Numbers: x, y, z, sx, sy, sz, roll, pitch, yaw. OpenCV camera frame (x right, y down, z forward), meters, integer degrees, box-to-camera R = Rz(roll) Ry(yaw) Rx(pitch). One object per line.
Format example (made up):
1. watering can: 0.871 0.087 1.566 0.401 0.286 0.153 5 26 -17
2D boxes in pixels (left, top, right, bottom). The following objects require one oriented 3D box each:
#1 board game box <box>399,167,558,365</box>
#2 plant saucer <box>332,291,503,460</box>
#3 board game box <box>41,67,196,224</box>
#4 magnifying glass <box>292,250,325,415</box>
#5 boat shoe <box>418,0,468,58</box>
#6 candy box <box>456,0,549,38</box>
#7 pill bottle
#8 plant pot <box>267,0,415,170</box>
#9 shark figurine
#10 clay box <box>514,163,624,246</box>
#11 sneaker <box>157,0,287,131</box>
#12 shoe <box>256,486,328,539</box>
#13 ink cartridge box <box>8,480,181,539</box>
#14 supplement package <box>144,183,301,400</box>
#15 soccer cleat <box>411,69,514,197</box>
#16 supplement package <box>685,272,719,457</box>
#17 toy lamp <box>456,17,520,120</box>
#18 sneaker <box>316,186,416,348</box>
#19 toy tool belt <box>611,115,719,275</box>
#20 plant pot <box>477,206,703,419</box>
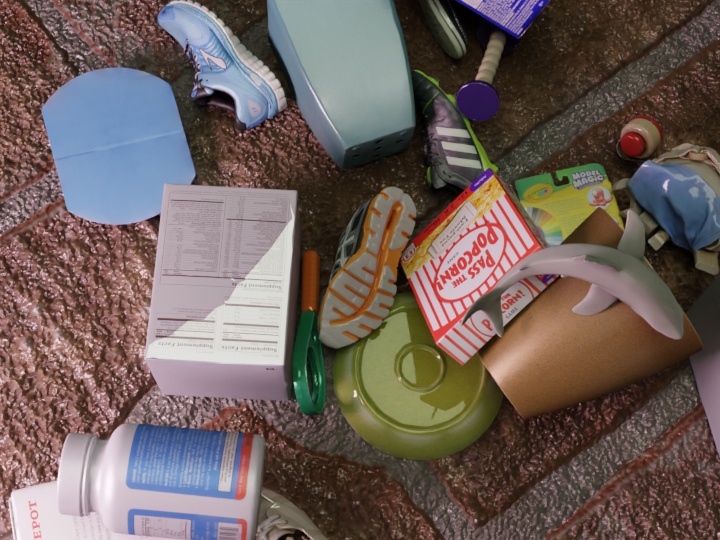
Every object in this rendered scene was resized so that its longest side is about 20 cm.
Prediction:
1. board game box: 0.128 -0.009 1.447 0.151 0.200 0.046 -44 118 12
2. plant saucer: 0.068 0.114 1.503 0.199 0.031 0.201 0 70 0
3. board game box: -0.289 -0.145 1.588 0.157 0.039 0.201 -15 76 -12
4. magnifying glass: -0.057 0.069 1.500 0.022 0.080 0.201 -9 59 12
5. boat shoe: 0.100 -0.356 1.652 0.062 0.075 0.201 -19 66 -2
6. candy box: 0.137 -0.397 1.600 0.200 0.077 0.169 30 41 -12
7. pill bottle: -0.199 0.213 1.332 0.199 0.112 0.113 6 70 -3
8. plant pot: -0.012 -0.235 1.575 0.141 0.141 0.201 -20 79 -8
9. shark figurine: 0.207 0.003 1.297 0.214 0.089 0.129 0 89 15
10. clay box: 0.255 -0.020 1.545 0.114 0.048 0.201 -12 71 -4
11. sneaker: -0.183 -0.250 1.606 0.090 0.078 0.200 -43 76 -11
12. shoe: -0.066 0.300 1.421 0.200 0.053 0.070 40 74 12
13. ink cartridge box: -0.259 0.288 1.405 0.199 0.083 0.147 -12 71 -6
14. supplement package: -0.147 0.027 1.465 0.150 0.152 0.201 3 70 0
15. soccer cleat: 0.102 -0.144 1.565 0.081 0.068 0.200 -32 89 -6
16. supplement package: 0.463 0.099 1.427 0.147 0.200 0.192 -11 71 -6
17. toy lamp: 0.158 -0.258 1.589 0.058 0.058 0.200 15 41 4
18. sneaker: 0.000 0.000 1.520 0.078 0.077 0.200 35 69 -24
19. toy tool belt: 0.360 -0.088 1.524 0.200 0.125 0.123 43 53 13
20. plant pot: 0.230 0.064 1.414 0.200 0.186 0.187 -35 74 4
